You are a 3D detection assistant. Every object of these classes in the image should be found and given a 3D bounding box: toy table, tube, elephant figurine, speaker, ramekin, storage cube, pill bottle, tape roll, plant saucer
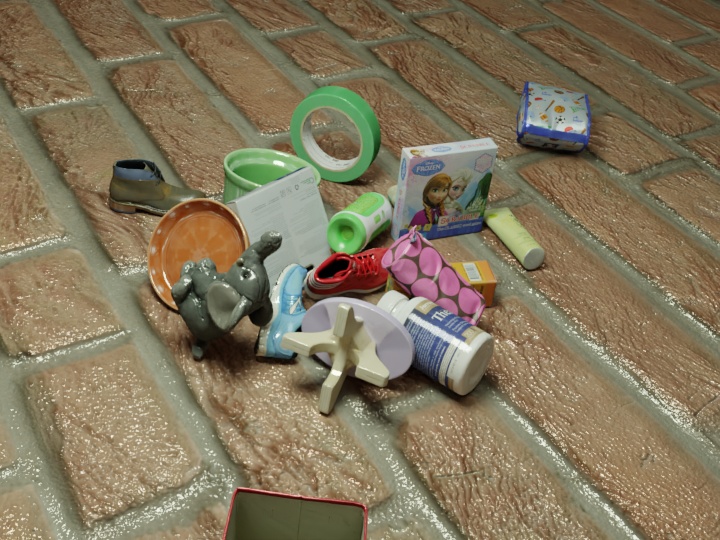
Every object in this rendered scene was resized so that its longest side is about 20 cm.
[{"bbox_3d":[-0.021,0.125,1.501,0.195,0.188,0.117,7,19,20],"label":"toy table"},{"bbox_3d":[0.310,-0.077,1.916,0.058,0.052,0.201,35,15,-35],"label":"tube"},{"bbox_3d":[-0.201,0.040,1.509,0.196,0.157,0.143,-3,40,35],"label":"elephant figurine"},{"bbox_3d":[0.000,-0.093,1.819,0.087,0.090,0.200,17,22,13],"label":"speaker"},{"bbox_3d":[-0.183,-0.159,1.871,0.195,0.100,0.201,11,27,-6],"label":"ramekin"},{"bbox_3d":[-0.085,0.396,1.119,0.167,0.183,0.202,7,36,0],"label":"storage cube"},{"bbox_3d":[0.117,0.114,1.577,0.198,0.113,0.110,29,42,26],"label":"pill bottle"},{"bbox_3d":[-0.054,-0.291,2.003,0.196,0.204,0.048,19,38,15],"label":"tape roll"},{"bbox_3d":[-0.285,-0.025,1.657,0.197,0.204,0.032,21,-2,18],"label":"plant saucer"}]

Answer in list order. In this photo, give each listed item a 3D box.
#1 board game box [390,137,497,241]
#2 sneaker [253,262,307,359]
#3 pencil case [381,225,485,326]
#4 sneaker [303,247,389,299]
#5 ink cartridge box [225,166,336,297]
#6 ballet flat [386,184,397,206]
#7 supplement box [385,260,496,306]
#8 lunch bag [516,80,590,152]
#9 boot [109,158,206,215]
[{"bbox_3d":[0.165,-0.158,1.868,0.196,0.203,0.041,-10,39,-21],"label":"board game box"},{"bbox_3d":[-0.121,0.078,1.627,0.088,0.079,0.203,19,50,-4],"label":"sneaker"},{"bbox_3d":[0.134,0.020,1.641,0.200,0.090,0.094,45,59,-16],"label":"pencil case"},{"bbox_3d":[0.000,0.000,1.692,0.196,0.115,0.080,-21,85,-18],"label":"sneaker"},{"bbox_3d":[-0.138,-0.065,1.736,0.043,0.204,0.195,-2,21,46],"label":"ink cartridge box"},{"bbox_3d":[0.145,-0.182,2.012,0.196,0.069,0.062,-15,32,-27],"label":"ballet flat"},{"bbox_3d":[0.148,0.030,1.731,0.195,0.068,0.070,-3,41,-12],"label":"supplement box"},{"bbox_3d":[0.461,-0.356,2.244,0.166,0.126,0.201,10,29,2],"label":"lunch bag"},{"bbox_3d":[-0.406,-0.169,1.872,0.195,0.099,0.075,-2,37,-11],"label":"boot"}]
